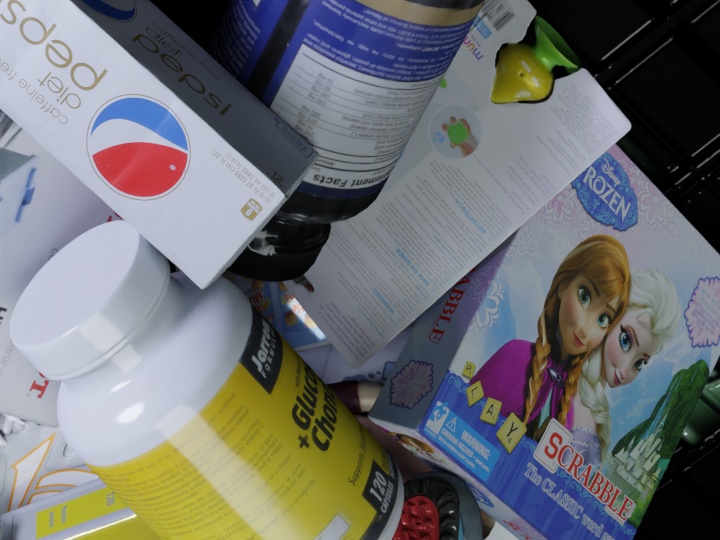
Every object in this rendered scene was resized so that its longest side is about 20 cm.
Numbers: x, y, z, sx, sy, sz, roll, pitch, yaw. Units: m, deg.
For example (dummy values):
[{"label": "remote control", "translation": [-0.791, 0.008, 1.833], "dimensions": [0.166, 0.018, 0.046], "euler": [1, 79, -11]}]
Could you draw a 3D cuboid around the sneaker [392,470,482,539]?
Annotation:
[{"label": "sneaker", "translation": [0.051, 0.174, 1.379], "dimensions": [0.095, 0.079, 0.201], "euler": [-32, 143, -30]}]

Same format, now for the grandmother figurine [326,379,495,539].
[{"label": "grandmother figurine", "translation": [-0.014, 0.102, 1.387], "dimensions": [0.199, 0.061, 0.122], "euler": [16, 115, -21]}]

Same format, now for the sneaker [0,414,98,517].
[{"label": "sneaker", "translation": [-0.186, 0.096, 1.369], "dimensions": [0.092, 0.076, 0.200], "euler": [31, 114, -33]}]

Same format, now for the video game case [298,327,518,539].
[{"label": "video game case", "translation": [0.029, 0.114, 1.450], "dimensions": [0.199, 0.024, 0.183], "euler": [9, 109, -22]}]

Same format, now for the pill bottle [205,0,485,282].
[{"label": "pill bottle", "translation": [-0.021, -0.096, 1.222], "dimensions": [0.111, 0.112, 0.201], "euler": [11, 127, -27]}]

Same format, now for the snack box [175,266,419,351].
[{"label": "snack box", "translation": [0.000, 0.000, 1.364], "dimensions": [0.199, 0.024, 0.072], "euler": [-12, 114, -9]}]

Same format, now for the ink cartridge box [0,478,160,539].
[{"label": "ink cartridge box", "translation": [-0.065, 0.164, 1.377], "dimensions": [0.199, 0.047, 0.198], "euler": [-19, 138, 18]}]

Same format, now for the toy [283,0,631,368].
[{"label": "toy", "translation": [0.036, -0.057, 1.306], "dimensions": [0.200, 0.047, 0.115], "euler": [-42, 86, 21]}]

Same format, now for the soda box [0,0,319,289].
[{"label": "soda box", "translation": [-0.118, -0.088, 1.157], "dimensions": [0.200, 0.064, 0.068], "euler": [42, 115, -2]}]

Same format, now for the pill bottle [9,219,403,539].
[{"label": "pill bottle", "translation": [-0.076, 0.072, 1.205], "dimensions": [0.112, 0.112, 0.200], "euler": [-34, 119, 13]}]

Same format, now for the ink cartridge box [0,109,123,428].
[{"label": "ink cartridge box", "translation": [-0.214, -0.025, 1.207], "dimensions": [0.199, 0.086, 0.147], "euler": [20, 99, -33]}]

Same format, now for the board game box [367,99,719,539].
[{"label": "board game box", "translation": [0.116, 0.043, 1.369], "dimensions": [0.200, 0.041, 0.200], "euler": [40, 71, -42]}]
